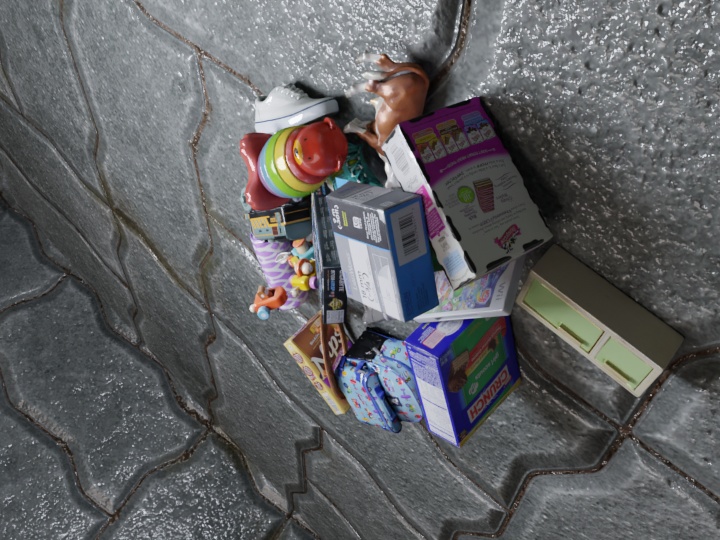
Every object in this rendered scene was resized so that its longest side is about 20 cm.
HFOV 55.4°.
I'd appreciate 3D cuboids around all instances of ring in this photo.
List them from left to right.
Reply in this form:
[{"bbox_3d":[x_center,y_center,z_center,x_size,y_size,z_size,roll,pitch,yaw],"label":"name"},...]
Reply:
[{"bbox_3d":[-0.055,0.164,1.414,0.019,0.203,0.204,-9,125,11],"label":"ring"}]

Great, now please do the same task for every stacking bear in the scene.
[{"bbox_3d":[-0.090,-0.169,1.036,0.198,0.111,0.125,-8,89,57],"label":"stacking bear"}]

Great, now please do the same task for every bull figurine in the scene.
[{"bbox_3d":[0.039,-0.206,0.954,0.118,0.066,0.203,19,138,8],"label":"bull figurine"}]

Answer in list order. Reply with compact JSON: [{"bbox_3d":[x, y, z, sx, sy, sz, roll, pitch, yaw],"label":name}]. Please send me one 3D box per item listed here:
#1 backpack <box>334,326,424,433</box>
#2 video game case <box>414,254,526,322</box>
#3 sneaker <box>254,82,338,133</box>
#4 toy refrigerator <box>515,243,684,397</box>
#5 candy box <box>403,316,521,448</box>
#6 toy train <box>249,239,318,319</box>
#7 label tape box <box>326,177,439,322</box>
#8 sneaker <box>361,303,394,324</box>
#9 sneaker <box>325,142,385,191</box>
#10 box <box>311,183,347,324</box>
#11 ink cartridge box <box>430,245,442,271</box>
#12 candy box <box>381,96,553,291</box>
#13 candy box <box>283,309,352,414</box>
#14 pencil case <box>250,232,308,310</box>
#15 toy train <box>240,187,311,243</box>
[{"bbox_3d":[0.070,0.222,1.337,0.197,0.134,0.186,7,131,47],"label":"backpack"},{"bbox_3d":[0.155,-0.001,0.965,0.018,0.147,0.198,28,160,-25],"label":"video game case"},{"bbox_3d":[-0.114,-0.267,1.111,0.197,0.072,0.073,1,109,45],"label":"sneaker"},{"bbox_3d":[0.304,0.065,0.891,0.199,0.070,0.077,40,149,19],"label":"toy refrigerator"},{"bbox_3d":[0.165,0.146,1.076,0.076,0.168,0.204,23,142,42],"label":"candy box"},{"bbox_3d":[-0.142,-0.002,1.313,0.146,0.202,0.056,-16,124,19],"label":"toy train"},{"bbox_3d":[0.009,-0.033,0.895,0.198,0.062,0.148,21,129,54],"label":"label tape box"},{"bbox_3d":[0.000,0.000,1.191,0.080,0.075,0.205,-21,90,16],"label":"sneaker"},{"bbox_3d":[-0.016,-0.153,1.062,0.201,0.076,0.081,50,147,45],"label":"sneaker"},{"bbox_3d":[-0.056,-0.035,1.195,0.161,0.045,0.204,94,169,-52],"label":"box"},{"bbox_3d":[0.089,-0.062,0.974,0.086,0.145,0.198,57,150,-12],"label":"ink cartridge box"},{"bbox_3d":[0.130,-0.097,0.843,0.204,0.134,0.061,64,153,9],"label":"candy box"},{"bbox_3d":[-0.066,0.202,1.519,0.202,0.116,0.056,52,151,-4],"label":"candy box"},{"bbox_3d":[-0.172,-0.012,1.475,0.086,0.082,0.204,-107,1,-56],"label":"pencil case"},{"bbox_3d":[-0.164,-0.111,1.315,0.198,0.084,0.118,-1,101,55],"label":"toy train"}]
